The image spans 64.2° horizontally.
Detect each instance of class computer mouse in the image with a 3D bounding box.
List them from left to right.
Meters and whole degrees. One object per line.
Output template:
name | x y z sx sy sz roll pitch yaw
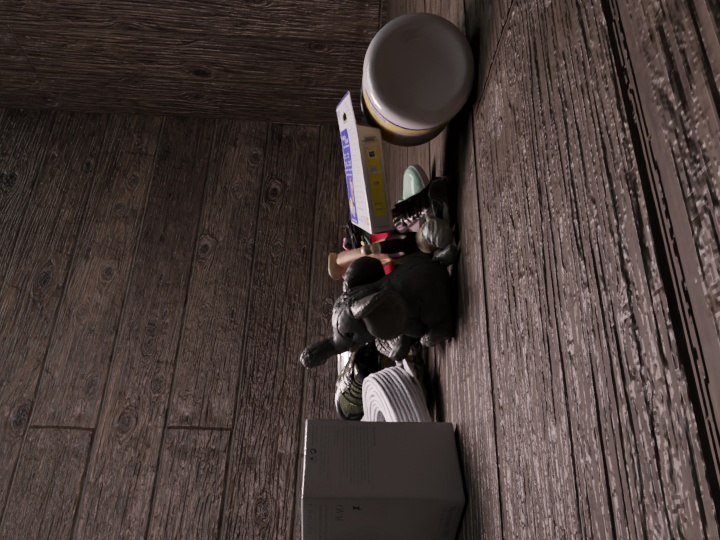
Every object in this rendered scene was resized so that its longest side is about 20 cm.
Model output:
computer mouse | 0.000 0.000 1.084 0.141 0.046 0.201 -94 -11 -49

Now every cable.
cable | 0.062 0.262 0.946 0.201 0.069 0.201 98 155 -46

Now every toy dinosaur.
toy dinosaur | 0.098 0.182 1.030 0.200 0.047 0.089 -95 -7 -73

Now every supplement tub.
supplement tub | 0.073 -0.257 0.814 0.200 0.144 0.147 -115 28 -87

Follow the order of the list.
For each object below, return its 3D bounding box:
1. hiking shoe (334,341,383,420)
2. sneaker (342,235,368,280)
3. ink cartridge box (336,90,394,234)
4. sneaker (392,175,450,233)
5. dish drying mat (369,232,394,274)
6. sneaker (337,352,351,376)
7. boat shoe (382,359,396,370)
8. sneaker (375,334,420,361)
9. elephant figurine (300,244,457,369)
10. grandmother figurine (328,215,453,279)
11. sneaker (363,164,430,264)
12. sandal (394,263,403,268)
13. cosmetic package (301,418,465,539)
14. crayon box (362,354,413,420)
hiking shoe | -0.005 0.198 1.057 0.101 0.075 0.202 -52 -23 -83
sneaker | -0.004 0.012 1.190 0.079 0.094 0.202 -94 5 -64
ink cartridge box | 0.004 -0.166 0.900 0.198 0.047 0.202 -129 32 -78
sneaker | 0.092 -0.086 0.907 0.200 0.085 0.081 100 171 -73
dish drying mat | 0.038 -0.027 0.968 0.077 0.018 0.202 131 141 -59
sneaker | -0.017 0.127 1.146 0.073 0.070 0.202 9 -94 -50
boat shoe | 0.060 0.252 1.095 0.076 0.071 0.201 -110 6 -53
sneaker | 0.078 0.092 0.971 0.076 0.090 0.200 -51 13 23
elephant figurine | 0.024 0.052 0.804 0.141 0.198 0.157 156 112 -66
grandmother figurine | 0.051 -0.032 0.863 0.121 0.199 0.061 -29 -80 -53
sneaker | 0.066 -0.096 1.046 0.074 0.117 0.203 172 98 -71
sandal | 0.100 0.018 0.990 0.080 0.054 0.200 48 180 13
cosmetic package | 0.022 0.312 0.771 0.123 0.198 0.201 -94 6 -54
crayon box | 0.051 0.244 1.201 0.051 0.126 0.202 -2 85 46
